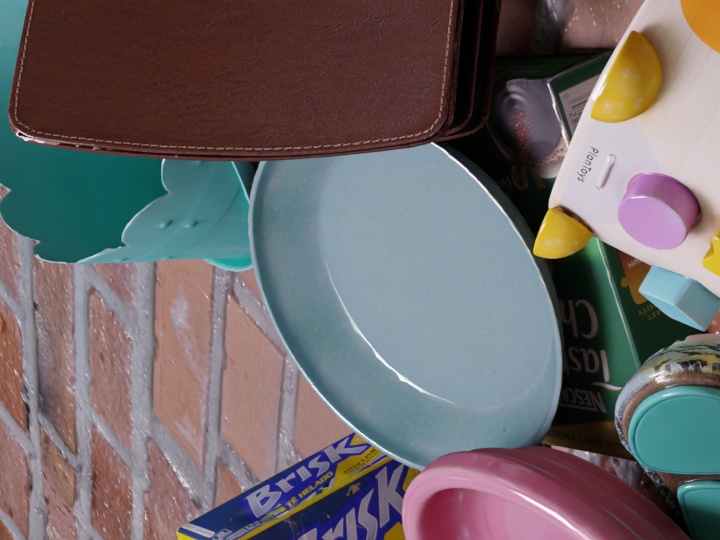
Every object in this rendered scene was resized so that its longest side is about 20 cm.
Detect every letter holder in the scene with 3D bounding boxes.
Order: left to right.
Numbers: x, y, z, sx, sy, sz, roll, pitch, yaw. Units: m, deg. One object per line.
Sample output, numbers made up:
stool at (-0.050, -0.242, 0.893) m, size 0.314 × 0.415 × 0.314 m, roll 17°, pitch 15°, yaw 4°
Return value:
letter holder at (-0.045, -0.093, 1.088) m, size 0.101 × 0.198 × 0.143 m, roll 69°, pitch -155°, yaw -62°

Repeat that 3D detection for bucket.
bucket at (-0.101, -0.096, 1.287) m, size 0.206 × 0.134 × 0.209 m, roll -7°, pitch 81°, yaw 50°

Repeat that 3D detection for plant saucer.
plant saucer at (0.029, 0.007, 1.187) m, size 0.199 × 0.036 × 0.201 m, roll 25°, pitch 131°, yaw 32°
plant saucer at (0.109, 0.157, 1.146) m, size 0.200 × 0.051 × 0.201 m, roll 35°, pitch 153°, yaw 22°

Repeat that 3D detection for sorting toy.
sorting toy at (0.179, -0.025, 0.982) m, size 0.179 × 0.107 × 0.201 m, roll 35°, pitch 146°, yaw 13°

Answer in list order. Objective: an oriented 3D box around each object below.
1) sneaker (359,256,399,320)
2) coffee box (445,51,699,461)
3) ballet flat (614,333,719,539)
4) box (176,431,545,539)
sneaker at (0.000, 0.000, 1.305) m, size 0.095 × 0.079 × 0.201 m, roll 34°, pitch 144°, yaw 17°
coffee box at (0.103, -0.006, 1.168) m, size 0.123 × 0.044 × 0.201 m, roll 7°, pitch 120°, yaw 59°
ballet flat at (0.154, 0.067, 1.061) m, size 0.074 × 0.074 × 0.200 m, roll 47°, pitch 170°, yaw 30°
box at (0.005, 0.129, 1.292) m, size 0.064 × 0.199 × 0.071 m, roll 7°, pitch 120°, yaw 60°
